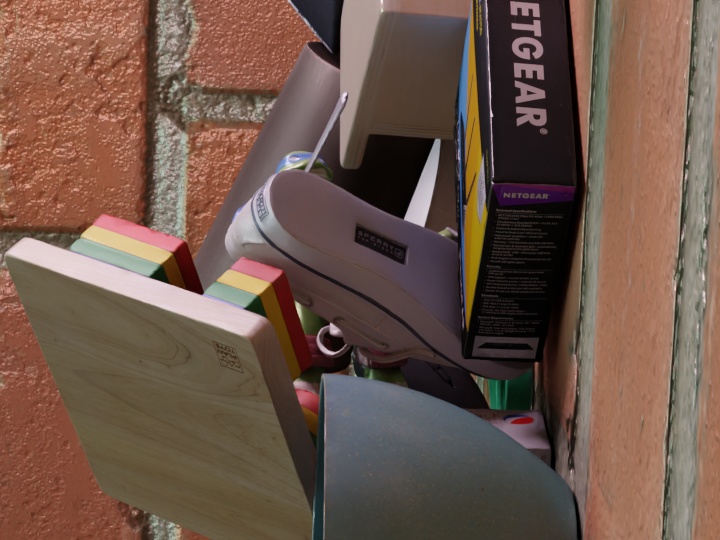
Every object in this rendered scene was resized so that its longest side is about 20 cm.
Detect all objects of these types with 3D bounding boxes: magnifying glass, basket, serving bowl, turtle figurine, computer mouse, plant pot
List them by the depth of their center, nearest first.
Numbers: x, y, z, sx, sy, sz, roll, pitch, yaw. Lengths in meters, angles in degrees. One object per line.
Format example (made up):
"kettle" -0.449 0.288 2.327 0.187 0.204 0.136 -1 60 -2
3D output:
"plant pot" 0.043 0.157 1.277 0.200 0.134 0.201 -178 90 -88
"turtle figurine" 0.000 0.000 1.510 0.144 0.199 0.195 20 -122 -59
"magnifying glass" 0.093 0.055 1.567 0.200 0.022 0.080 -103 15 -74
"computer mouse" 0.018 0.072 1.614 0.046 0.140 0.201 -42 70 44
"basket" -0.029 -0.050 1.739 0.180 0.135 0.201 -97 30 -74
"serving bowl" 0.049 -0.025 1.800 0.200 0.066 0.201 -163 90 -75

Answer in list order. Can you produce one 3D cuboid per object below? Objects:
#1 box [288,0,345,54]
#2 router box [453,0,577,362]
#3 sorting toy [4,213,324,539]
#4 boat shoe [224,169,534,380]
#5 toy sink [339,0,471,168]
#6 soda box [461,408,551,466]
"box" 0.020 -0.273 1.686 0.104 0.147 0.201 52 153 32
"router box" 0.086 -0.071 1.384 0.150 0.051 0.201 97 175 -49
"sorting toy" -0.091 0.069 1.433 0.070 0.199 0.199 -45 -45 -32
"boat shoe" 0.006 0.019 1.427 0.086 0.201 0.075 -39 33 43
"toy sink" 0.053 -0.162 1.569 0.200 0.111 0.131 106 166 -61
"soda box" 0.072 0.185 1.414 0.068 0.063 0.201 -96 8 -74
